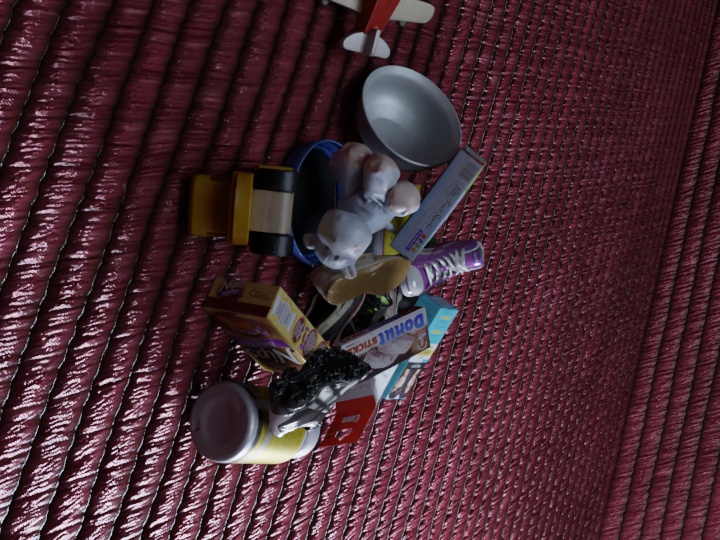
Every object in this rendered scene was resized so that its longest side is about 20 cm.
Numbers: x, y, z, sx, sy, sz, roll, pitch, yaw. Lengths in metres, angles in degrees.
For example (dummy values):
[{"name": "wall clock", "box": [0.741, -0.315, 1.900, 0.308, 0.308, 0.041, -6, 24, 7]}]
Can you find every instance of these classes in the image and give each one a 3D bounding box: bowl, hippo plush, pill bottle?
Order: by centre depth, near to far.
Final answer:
[{"name": "pill bottle", "box": [-0.149, 0.227, 1.537, 0.200, 0.114, 0.115, 20, 80, -59]}, {"name": "hippo plush", "box": [-0.023, -0.090, 1.612, 0.161, 0.159, 0.200, -46, 180, -20]}, {"name": "bowl", "box": [-0.071, -0.108, 1.661, 0.200, 0.039, 0.201, -21, 114, -56]}, {"name": "bowl", "box": [0.067, -0.240, 1.772, 0.200, 0.090, 0.202, 17, 55, -25]}]

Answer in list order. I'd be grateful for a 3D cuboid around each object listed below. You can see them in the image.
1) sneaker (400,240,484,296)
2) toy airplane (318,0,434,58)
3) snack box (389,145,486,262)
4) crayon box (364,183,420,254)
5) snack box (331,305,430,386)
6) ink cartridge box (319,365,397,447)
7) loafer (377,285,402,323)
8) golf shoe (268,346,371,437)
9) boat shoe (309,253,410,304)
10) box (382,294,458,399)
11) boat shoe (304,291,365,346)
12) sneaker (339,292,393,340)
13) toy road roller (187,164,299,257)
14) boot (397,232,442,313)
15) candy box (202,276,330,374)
[{"name": "sneaker", "box": [0.156, -0.013, 1.894, 0.200, 0.114, 0.073, -36, 115, -49]}, {"name": "toy airplane", "box": [0.020, -0.441, 1.664, 0.199, 0.141, 0.200, -31, 144, -6]}, {"name": "snack box", "box": [0.133, -0.115, 1.757, 0.200, 0.053, 0.142, -53, 177, 11]}, {"name": "crayon box", "box": [0.037, -0.089, 1.837, 0.200, 0.051, 0.128, -9, 105, -58]}, {"name": "snack box", "box": [0.035, 0.119, 1.643, 0.200, 0.024, 0.072, -22, 109, -43]}, {"name": "ink cartridge box", "box": [-0.007, 0.193, 1.739, 0.057, 0.162, 0.200, 40, 65, -12]}, {"name": "loafer", "box": [0.032, 0.083, 1.869, 0.063, 0.072, 0.201, 12, 81, -43]}, {"name": "golf shoe", "box": [-0.066, 0.175, 1.503, 0.200, 0.078, 0.095, -18, 134, -48]}, {"name": "boat shoe", "box": [0.000, 0.000, 1.698, 0.200, 0.069, 0.074, -11, 129, -47]}, {"name": "box", "box": [0.097, 0.142, 1.920, 0.082, 0.049, 0.200, 10, 113, -60]}, {"name": "boat shoe", "box": [-0.051, 0.061, 1.710, 0.063, 0.071, 0.200, 57, 48, -37]}, {"name": "sneaker", "box": [0.008, 0.061, 1.761, 0.071, 0.083, 0.200, 41, 45, -25]}, {"name": "toy road roller", "box": [-0.165, -0.089, 1.458, 0.200, 0.145, 0.123, -145, -119, -82]}, {"name": "boot", "box": [0.098, -0.013, 1.961, 0.200, 0.070, 0.132, -48, 130, -53]}, {"name": "candy box", "box": [-0.130, 0.089, 1.533, 0.200, 0.116, 0.057, 53, 53, -50]}]
